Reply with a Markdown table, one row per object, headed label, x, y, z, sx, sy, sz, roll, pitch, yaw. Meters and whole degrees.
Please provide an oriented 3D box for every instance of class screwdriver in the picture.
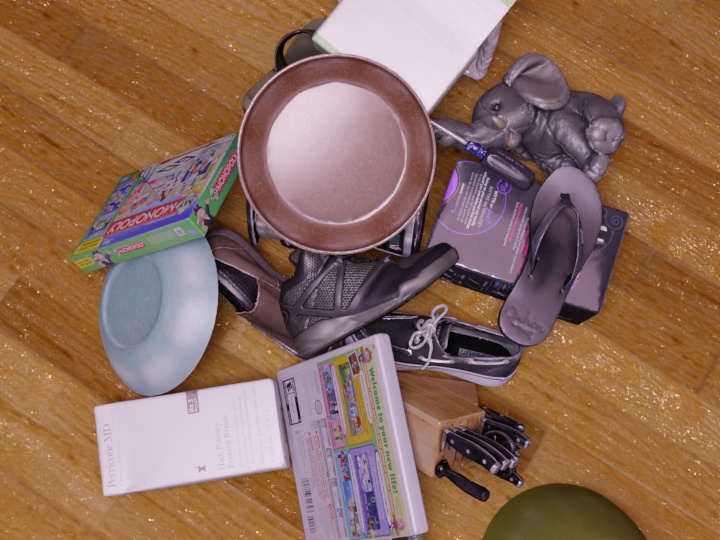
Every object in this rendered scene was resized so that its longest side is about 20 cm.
| label | x | y | z | sx | sy | sz | roll | pitch | yaw |
| --- | --- | --- | --- | --- | --- | --- | --- | --- | --- |
| screwdriver | 0.098 | -0.142 | 0.968 | 0.200 | 0.028 | 0.029 | 27 | 72 | -2 |

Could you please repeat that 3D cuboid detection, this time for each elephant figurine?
| label | x | y | z | sx | sy | sz | roll | pitch | yaw |
| --- | --- | --- | --- | --- | --- | --- | --- | --- | --- |
| elephant figurine | 0.195 | -0.176 | 1.038 | 0.200 | 0.155 | 0.142 | 28 | 105 | 1 |

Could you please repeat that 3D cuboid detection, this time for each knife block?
| label | x | y | z | sx | sy | sz | roll | pitch | yaw |
| --- | --- | --- | --- | --- | --- | --- | --- | --- | --- |
| knife block | 0.073 | 0.171 | 0.942 | 0.199 | 0.176 | 0.064 | 8 | 104 | 3 |

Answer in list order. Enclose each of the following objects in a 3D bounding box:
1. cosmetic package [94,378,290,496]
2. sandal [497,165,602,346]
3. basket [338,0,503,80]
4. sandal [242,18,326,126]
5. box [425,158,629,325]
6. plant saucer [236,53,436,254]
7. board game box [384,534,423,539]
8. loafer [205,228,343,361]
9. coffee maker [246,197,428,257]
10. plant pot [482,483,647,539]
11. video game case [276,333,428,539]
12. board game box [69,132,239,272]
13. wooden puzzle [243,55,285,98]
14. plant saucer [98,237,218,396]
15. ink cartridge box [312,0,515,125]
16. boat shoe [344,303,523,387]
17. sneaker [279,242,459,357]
| label | x | y | z | sx | sy | sz | roll | pitch | yaw |
| --- | --- | --- | --- | --- | --- | --- | --- | --- | --- |
| cosmetic package | -0.184 | 0.185 | 0.998 | 0.199 | 0.074 | 0.102 | -10 | 77 | -3 |
| sandal | 0.205 | -0.016 | 0.944 | 0.076 | 0.043 | 0.201 | 18 | 81 | 4 |
| basket | 0.090 | -0.362 | 1.056 | 0.200 | 0.198 | 0.161 | 21 | 74 | 6 |
| sandal | -0.062 | -0.227 | 0.984 | 0.080 | 0.057 | 0.201 | 13 | 43 | 14 |
| box | 0.181 | -0.030 | 1.023 | 0.200 | 0.106 | 0.123 | 19 | 80 | 5 |
| plant saucer | -0.024 | -0.118 | 0.916 | 0.200 | 0.037 | 0.201 | -1 | 103 | -3 |
| board game box | 0.011 | 0.238 | 0.971 | 0.023 | 0.105 | 0.201 | -7 | 76 | -39 |
| loafer | -0.109 | 0.041 | 1.008 | 0.200 | 0.071 | 0.073 | 38 | 117 | -3 |
| coffee maker | -0.019 | -0.114 | 1.031 | 0.199 | 0.135 | 0.193 | 6 | 77 | 1 |
| plant pot | 0.221 | 0.310 | 0.899 | 0.187 | 0.200 | 0.188 | 0 | 78 | 1 |
| video game case | -0.014 | 0.185 | 0.957 | 0.022 | 0.182 | 0.201 | 0 | 73 | -41 |
| board game box | -0.221 | -0.073 | 0.993 | 0.200 | 0.029 | 0.135 | -14 | 40 | 36 |
| wooden puzzle | -0.010 | -0.218 | 1.046 | 0.185 | 0.037 | 0.200 | 18 | 44 | 19 |
| plant saucer | -0.236 | 0.035 | 0.990 | 0.201 | 0.039 | 0.202 | -10 | 74 | 38 |
| ink cartridge box | 0.066 | -0.270 | 0.937 | 0.145 | 0.048 | 0.200 | 39 | 92 | 1 |
| boat shoe | 0.082 | 0.079 | 1.010 | 0.199 | 0.068 | 0.074 | 17 | 57 | 4 |
| sneaker | 0.000 | 0.000 | 0.951 | 0.199 | 0.076 | 0.114 | -28 | 86 | 10 |
